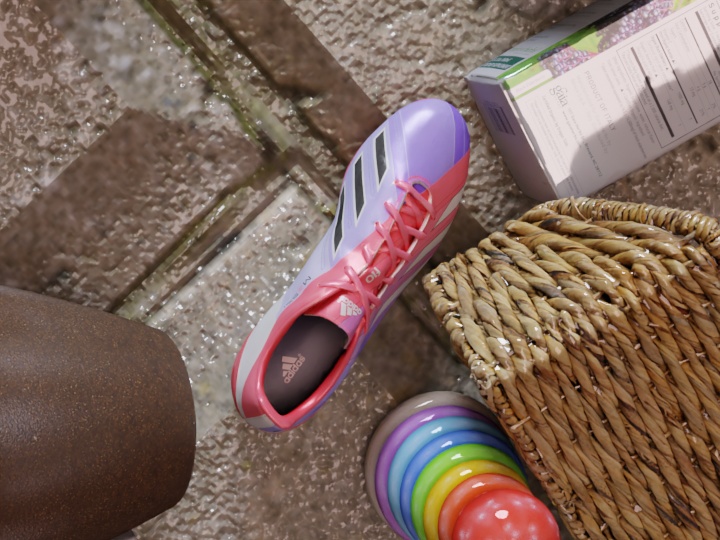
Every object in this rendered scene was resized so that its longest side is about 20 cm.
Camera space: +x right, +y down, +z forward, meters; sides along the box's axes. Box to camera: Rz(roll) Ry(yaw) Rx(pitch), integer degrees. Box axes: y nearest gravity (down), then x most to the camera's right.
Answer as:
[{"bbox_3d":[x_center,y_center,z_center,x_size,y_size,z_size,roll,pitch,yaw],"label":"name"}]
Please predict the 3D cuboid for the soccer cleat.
[{"bbox_3d":[0.000,0.000,1.320,0.067,0.076,0.201,35,89,-14],"label":"soccer cleat"}]

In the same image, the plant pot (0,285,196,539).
[{"bbox_3d":[-0.190,0.083,1.250,0.198,0.187,0.189,-3,99,-27],"label":"plant pot"}]

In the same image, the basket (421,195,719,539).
[{"bbox_3d":[0.143,0.052,1.313,0.148,0.143,0.201,-33,121,3],"label":"basket"}]

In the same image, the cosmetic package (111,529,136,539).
[{"bbox_3d":[-0.204,0.206,1.306,0.198,0.071,0.102,-17,101,-9],"label":"cosmetic package"}]

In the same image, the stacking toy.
[{"bbox_3d":[0.060,0.124,1.285,0.085,0.200,0.086,-2,100,-11],"label":"stacking toy"}]

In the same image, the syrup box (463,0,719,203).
[{"bbox_3d":[0.166,-0.116,1.339,0.199,0.079,0.082,-30,102,-7],"label":"syrup box"}]
